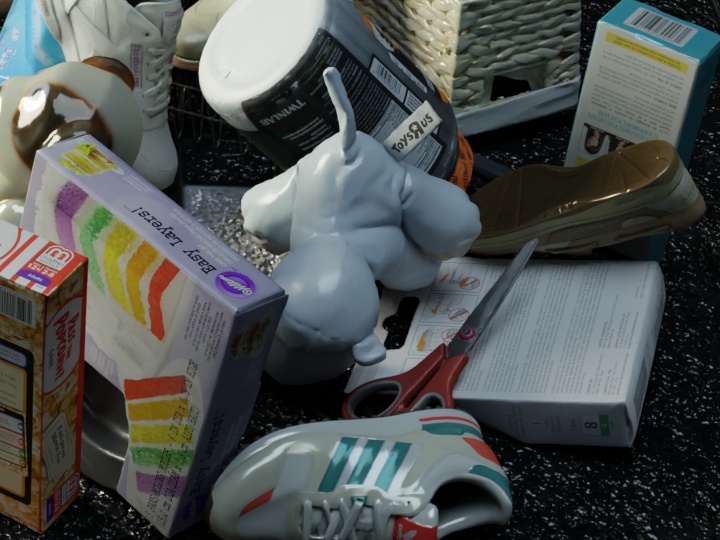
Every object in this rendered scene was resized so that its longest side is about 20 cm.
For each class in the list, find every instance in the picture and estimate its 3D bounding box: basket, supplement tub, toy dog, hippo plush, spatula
[{"bbox_3d":[0.080,-0.217,1.739,0.135,0.124,0.200,-16,42,-26],"label":"basket"},{"bbox_3d":[-0.012,-0.115,1.546,0.122,0.200,0.123,-24,46,27],"label":"supplement tub"},{"bbox_3d":[-0.202,-0.047,1.440,0.194,0.200,0.140,16,41,10],"label":"toy dog"},{"bbox_3d":[0.000,0.000,1.456,0.159,0.200,0.161,19,56,-15],"label":"hippo plush"},{"bbox_3d":[0.063,-0.090,1.665,0.200,0.021,0.057,23,45,31],"label":"spatula"}]

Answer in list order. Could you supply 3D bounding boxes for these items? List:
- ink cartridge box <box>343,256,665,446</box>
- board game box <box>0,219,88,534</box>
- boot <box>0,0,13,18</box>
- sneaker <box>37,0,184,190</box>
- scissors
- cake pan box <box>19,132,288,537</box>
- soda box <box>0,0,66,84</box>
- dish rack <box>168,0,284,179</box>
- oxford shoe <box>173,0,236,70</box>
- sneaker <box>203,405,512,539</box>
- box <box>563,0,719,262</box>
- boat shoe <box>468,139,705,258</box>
[{"bbox_3d":[0.106,0.054,1.508,0.200,0.050,0.161,-1,37,19],"label":"ink cartridge box"},{"bbox_3d":[-0.245,0.052,1.315,0.151,0.200,0.046,24,42,17],"label":"board game box"},{"bbox_3d":[-0.319,-0.192,1.707,0.200,0.064,0.186,-32,60,-31],"label":"boot"},{"bbox_3d":[-0.169,-0.152,1.576,0.099,0.200,0.075,-11,22,24],"label":"sneaker"},{"bbox_3d":[0.071,0.057,1.455,0.200,0.014,0.073,-40,50,-16],"label":"scissors"},{"bbox_3d":[-0.147,0.043,1.344,0.184,0.200,0.052,40,40,25],"label":"cake pan box"},{"bbox_3d":[-0.234,-0.196,1.654,0.064,0.068,0.200,16,63,-1],"label":"soda box"},{"bbox_3d":[-0.101,-0.150,1.683,0.200,0.055,0.153,16,46,15],"label":"dish rack"},{"bbox_3d":[-0.080,-0.225,1.668,0.071,0.074,0.200,34,54,26],"label":"oxford shoe"},{"bbox_3d":[0.004,0.145,1.347,0.199,0.070,0.093,-9,37,-23],"label":"sneaker"},{"bbox_3d":[0.198,-0.091,1.558,0.082,0.200,0.049,25,39,19],"label":"box"},{"bbox_3d":[0.152,-0.036,1.542,0.200,0.065,0.071,-12,41,39],"label":"boat shoe"}]
